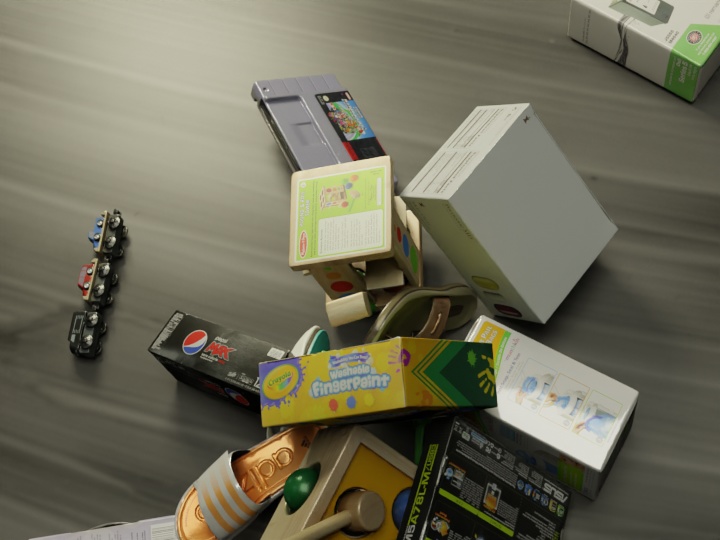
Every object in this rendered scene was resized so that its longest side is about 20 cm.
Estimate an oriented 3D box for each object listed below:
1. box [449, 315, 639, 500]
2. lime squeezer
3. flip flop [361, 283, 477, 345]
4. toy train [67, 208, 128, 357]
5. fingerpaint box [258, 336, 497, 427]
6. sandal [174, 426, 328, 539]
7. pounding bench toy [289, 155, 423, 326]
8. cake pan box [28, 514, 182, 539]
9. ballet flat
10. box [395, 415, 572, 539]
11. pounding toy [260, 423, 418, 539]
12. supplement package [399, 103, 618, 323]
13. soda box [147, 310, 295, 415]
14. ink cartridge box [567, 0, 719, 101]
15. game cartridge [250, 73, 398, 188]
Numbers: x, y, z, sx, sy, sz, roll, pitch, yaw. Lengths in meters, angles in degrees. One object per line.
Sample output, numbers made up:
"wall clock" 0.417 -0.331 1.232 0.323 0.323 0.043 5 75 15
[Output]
"box" 0.199 0.153 1.425 0.198 0.113 0.102 26 70 18
"lime squeezer" 0.037 0.158 1.479 0.070 0.038 0.201 -37 78 1
"flip flop" 0.077 0.063 1.460 0.198 0.082 0.058 -8 47 -49
"toy train" -0.332 0.014 1.597 0.045 0.034 0.203 -1 63 19
"fingerpaint box" 0.018 0.123 1.344 0.198 0.166 0.075 -13 77 38
"sandal" -0.124 0.226 1.396 0.206 0.059 0.079 -37 67 -5
"pounding bench toy" 0.000 0.000 1.493 0.122 0.156 0.203 -9 60 16
"cake pan box" -0.274 0.376 1.397 0.181 0.053 0.203 -10 63 -2
"ballet flat" -0.078 0.160 1.484 0.068 0.070 0.203 1 64 6
"box" 0.128 0.283 1.336 0.047 0.199 0.196 -10 53 51
"pounding toy" -0.014 0.270 1.324 0.199 0.142 0.186 36 67 -16
"supplement package" 0.174 -0.066 1.480 0.156 0.201 0.110 -48 24 -18
"soda box" -0.151 0.110 1.469 0.198 0.071 0.064 17 64 40
"ink cartridge box" 0.393 -0.339 1.670 0.199 0.084 0.146 33 71 20
"game cartridge" -0.045 -0.172 1.629 0.128 0.039 0.201 -14 58 -27
